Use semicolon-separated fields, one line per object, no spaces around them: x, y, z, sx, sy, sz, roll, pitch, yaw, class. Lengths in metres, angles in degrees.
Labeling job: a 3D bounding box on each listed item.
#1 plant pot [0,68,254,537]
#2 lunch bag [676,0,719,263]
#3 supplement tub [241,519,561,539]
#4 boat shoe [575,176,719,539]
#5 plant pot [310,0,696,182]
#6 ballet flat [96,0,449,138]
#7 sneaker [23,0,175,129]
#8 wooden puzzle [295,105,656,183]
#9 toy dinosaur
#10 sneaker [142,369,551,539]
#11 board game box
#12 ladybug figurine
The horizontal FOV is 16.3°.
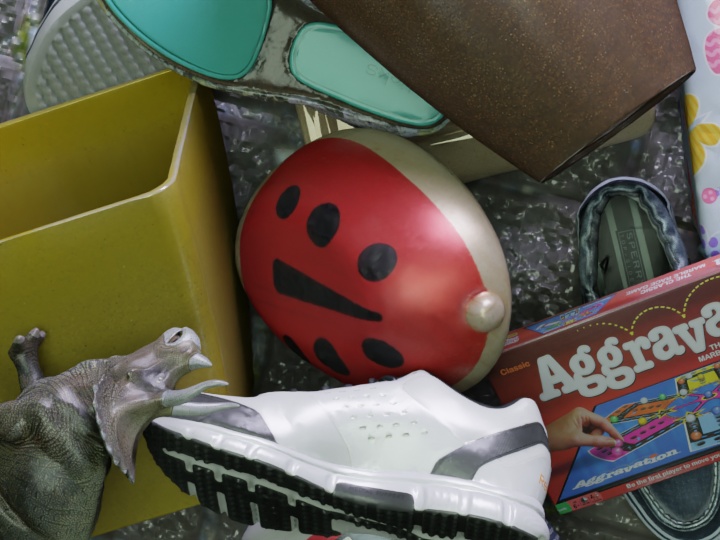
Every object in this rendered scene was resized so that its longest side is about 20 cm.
-0.149;0.030;1.284;0.200;0.200;0.177;-18;110;8;plant pot
0.260;-0.095;1.256;0.200;0.127;0.170;-6;96;5;lunch bag
0.046;0.177;1.284;0.140;0.140;0.200;-38;86;7;supplement tub
0.148;0.050;1.291;0.071;0.091;0.200;-14;89;8;boat shoe
0.066;-0.149;1.210;0.187;0.187;0.200;-36;87;7;plant pot
-0.045;-0.120;1.290;0.200;0.072;0.072;22;94;-7;ballet flat
-0.116;-0.164;1.337;0.078;0.079;0.200;23;121;-26;sneaker
0.046;-0.147;1.333;0.185;0.037;0.200;-14;94;9;wooden puzzle
-0.152;0.096;1.162;0.102;0.077;0.200;44;117;22;toy dinosaur
-0.004;0.084;1.198;0.200;0.074;0.080;13;62;1;sneaker
0.170;0.047;1.242;0.200;0.019;0.103;-21;114;16;board game box
0.000;0.000;1.257;0.072;0.200;0.136;-13;107;-32;ladybug figurine
